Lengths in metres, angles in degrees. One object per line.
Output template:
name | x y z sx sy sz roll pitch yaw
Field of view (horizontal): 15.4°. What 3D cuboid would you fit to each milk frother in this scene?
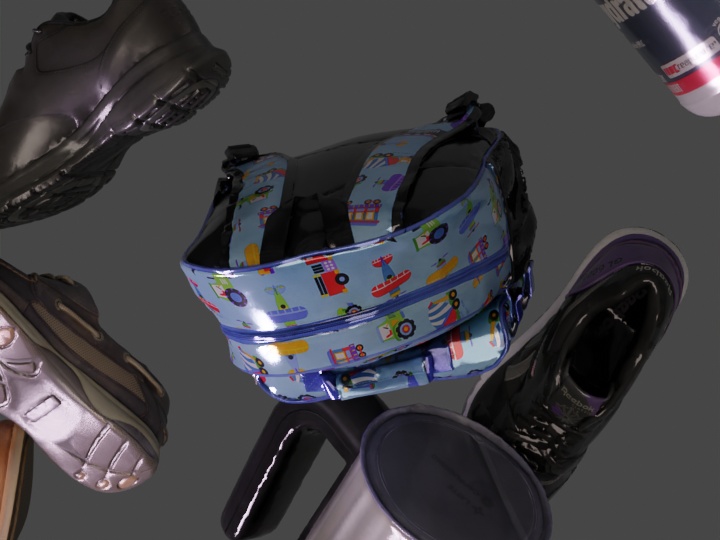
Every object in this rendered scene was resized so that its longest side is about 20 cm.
milk frother | -0.030 0.177 1.469 0.180 0.200 0.188 38 126 11

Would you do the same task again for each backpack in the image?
backpack | 0.000 0.000 1.428 0.182 0.200 0.135 -12 104 11

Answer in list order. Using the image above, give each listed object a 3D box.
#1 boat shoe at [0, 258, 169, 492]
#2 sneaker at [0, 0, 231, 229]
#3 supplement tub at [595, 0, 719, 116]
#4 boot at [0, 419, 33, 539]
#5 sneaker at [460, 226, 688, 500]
boat shoe | -0.188 0.041 1.531 0.074 0.073 0.200 -28 114 35
sneaker | -0.165 -0.093 1.501 0.200 0.076 0.091 -35 79 20
supplement tub | 0.167 -0.193 1.377 0.140 0.140 0.200 -39 97 17
boot | -0.283 0.154 1.579 0.154 0.074 0.201 21 111 -2
sneaker | 0.109 0.069 1.490 0.076 0.088 0.200 30 109 -1
